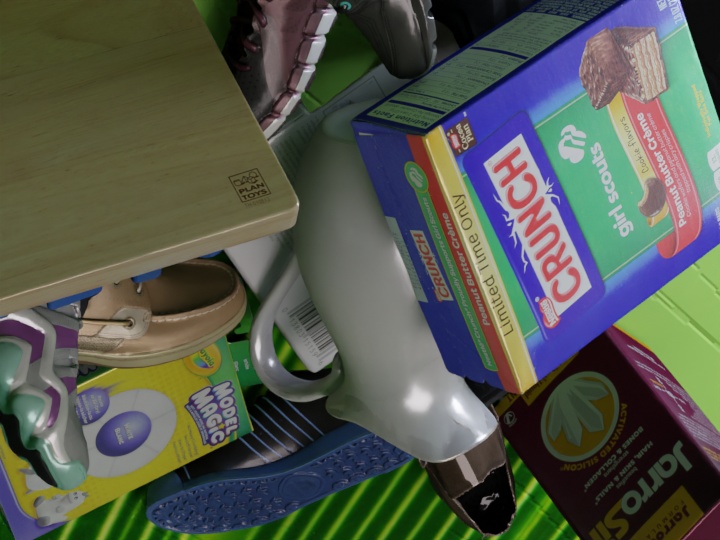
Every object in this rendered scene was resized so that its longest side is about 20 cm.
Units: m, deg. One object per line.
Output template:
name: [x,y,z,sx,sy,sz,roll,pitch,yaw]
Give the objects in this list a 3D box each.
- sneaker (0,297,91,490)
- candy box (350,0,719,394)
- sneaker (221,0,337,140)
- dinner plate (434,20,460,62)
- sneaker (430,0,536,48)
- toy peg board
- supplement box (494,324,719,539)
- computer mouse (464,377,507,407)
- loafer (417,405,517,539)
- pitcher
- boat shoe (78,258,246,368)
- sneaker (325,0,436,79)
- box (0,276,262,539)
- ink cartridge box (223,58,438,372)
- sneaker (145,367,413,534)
sneaker: [-0.166,0.014,1.517,0.139,0.201,0.078,-26,-178,-21]
candy box: [0.113,-0.056,1.505,0.200,0.077,0.170,-34,116,-26]
sneaker: [-0.066,-0.169,1.501,0.115,0.076,0.201,24,100,-39]
dinner plate: [0.092,-0.104,1.692,0.199,0.024,0.201,-18,133,-20]
sneaker: [0.087,-0.172,1.606,0.199,0.072,0.083,11,133,-33]
toy peg board: [-0.166,-0.056,1.445,0.199,0.200,0.098,-17,150,-20]
supplement box: [0.194,0.138,1.837,0.110,0.200,0.086,-47,136,12]
computer mouse: [0.110,0.029,1.654,0.200,0.053,0.138,-38,-178,33]
loafer: [0.073,0.117,1.833,0.073,0.071,0.200,-35,138,-3]
pitcher: [0.000,0.000,1.592,0.121,0.171,0.201,-39,131,-52]
boat shoe: [-0.159,0.017,1.591,0.199,0.071,0.065,-10,132,-25]
sneaker: [-0.024,-0.185,1.437,0.079,0.075,0.201,-31,113,-5]
box: [-0.150,0.086,1.677,0.199,0.048,0.118,-28,137,-13]
ink cartridge box: [-0.006,-0.048,1.658,0.173,0.044,0.200,-36,137,-3]
sneaker: [-0.053,0.113,1.757,0.199,0.078,0.070,-19,142,12]
